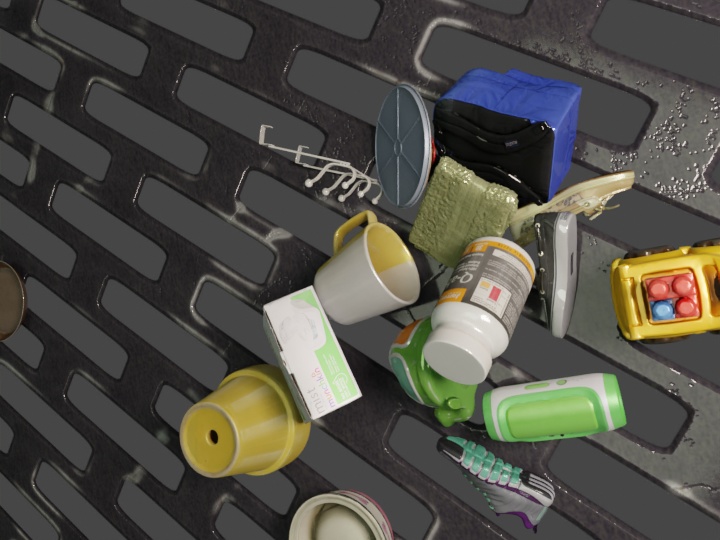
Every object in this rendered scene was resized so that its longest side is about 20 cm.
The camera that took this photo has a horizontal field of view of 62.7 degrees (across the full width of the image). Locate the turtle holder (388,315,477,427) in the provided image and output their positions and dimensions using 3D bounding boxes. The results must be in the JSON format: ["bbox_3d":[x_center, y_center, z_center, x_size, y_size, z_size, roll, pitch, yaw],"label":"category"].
[{"bbox_3d":[0.128,0.158,0.966,0.131,0.185,0.142,-6,52,48],"label":"turtle holder"}]

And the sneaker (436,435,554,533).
[{"bbox_3d":[0.205,0.347,0.955,0.198,0.074,0.088,23,105,22],"label":"sneaker"}]

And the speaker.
[{"bbox_3d":[0.293,0.211,0.905,0.198,0.088,0.090,-14,85,24],"label":"speaker"}]

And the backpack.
[{"bbox_3d":[0.219,-0.214,0.892,0.198,0.168,0.164,21,143,28],"label":"backpack"}]

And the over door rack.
[{"bbox_3d":[-0.071,-0.174,1.037,0.199,0.148,0.067,28,96,21],"label":"over door rack"}]

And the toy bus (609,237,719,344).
[{"bbox_3d":[0.439,0.026,0.779,0.198,0.192,0.137,-10,85,23],"label":"toy bus"}]

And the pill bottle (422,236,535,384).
[{"bbox_3d":[0.171,0.056,0.856,0.115,0.117,0.201,17,53,23],"label":"pill bottle"}]

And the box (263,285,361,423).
[{"bbox_3d":[-0.092,0.152,1.021,0.096,0.177,0.202,-22,78,-15],"label":"box"}]

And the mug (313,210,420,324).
[{"bbox_3d":[0.004,0.009,1.029,0.152,0.187,0.150,-30,111,30],"label":"mug"}]

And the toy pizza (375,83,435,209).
[{"bbox_3d":[0.075,-0.203,0.978,0.200,0.031,0.203,175,90,-69],"label":"toy pizza"}]

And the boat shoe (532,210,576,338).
[{"bbox_3d":[0.292,0.005,0.895,0.056,0.068,0.202,10,116,33],"label":"boat shoe"}]

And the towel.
[{"bbox_3d":[0.158,-0.076,0.938,0.148,0.037,0.201,32,142,15],"label":"towel"}]

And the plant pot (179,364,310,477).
[{"bbox_3d":[-0.219,0.287,1.085,0.199,0.188,0.203,0,90,24],"label":"plant pot"}]

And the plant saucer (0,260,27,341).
[{"bbox_3d":[-0.900,0.076,1.484,0.198,0.032,0.203,0,91,25],"label":"plant saucer"}]

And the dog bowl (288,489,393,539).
[{"bbox_3d":[-0.027,0.489,1.061,0.198,0.074,0.203,0,90,24],"label":"dog bowl"}]

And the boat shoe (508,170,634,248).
[{"bbox_3d":[0.321,-0.095,0.902,0.199,0.073,0.063,-23,87,34],"label":"boat shoe"}]
